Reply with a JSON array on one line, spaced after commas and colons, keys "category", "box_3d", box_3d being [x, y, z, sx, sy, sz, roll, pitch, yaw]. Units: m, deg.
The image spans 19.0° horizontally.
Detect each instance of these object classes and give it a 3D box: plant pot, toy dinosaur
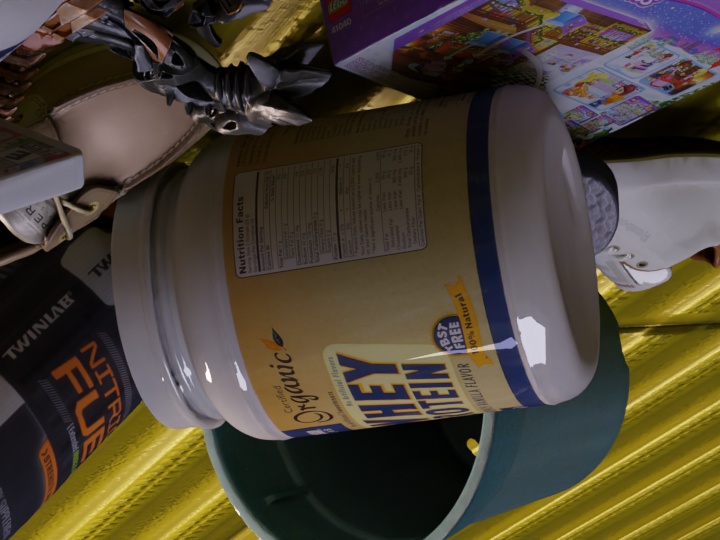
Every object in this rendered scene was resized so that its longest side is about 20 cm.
[{"category": "plant pot", "box_3d": [0.045, 0.065, 1.229, 0.200, 0.202, 0.196, -27, 164, 33]}, {"category": "toy dinosaur", "box_3d": [-0.085, -0.118, 0.813, 0.135, 0.103, 0.199, 21, 162, -32]}]

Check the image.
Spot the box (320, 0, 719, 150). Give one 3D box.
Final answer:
[{"category": "box", "box_3d": [0.094, -0.114, 0.977, 0.136, 0.039, 0.199, -24, 157, 30]}]

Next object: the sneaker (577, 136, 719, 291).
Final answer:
[{"category": "sneaker", "box_3d": [0.132, -0.027, 1.144, 0.199, 0.085, 0.073, 1, -164, -35]}]

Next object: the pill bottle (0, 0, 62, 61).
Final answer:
[{"category": "pill bottle", "box_3d": [-0.161, -0.110, 0.697, 0.119, 0.121, 0.200, 6, 152, -43]}]

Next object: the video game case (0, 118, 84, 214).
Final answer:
[{"category": "video game case", "box_3d": [-0.224, -0.031, 0.803, 0.143, 0.018, 0.199, 22, -149, 38]}]

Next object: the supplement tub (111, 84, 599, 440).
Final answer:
[{"category": "supplement tub", "box_3d": [0.000, 0.000, 0.979, 0.198, 0.146, 0.144, -9, 162, 15]}]

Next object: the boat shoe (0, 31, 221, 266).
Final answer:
[{"category": "boat shoe", "box_3d": [-0.143, -0.039, 0.948, 0.199, 0.067, 0.074, -25, 125, 29]}]

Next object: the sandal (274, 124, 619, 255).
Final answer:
[{"category": "sandal", "box_3d": [0.028, -0.038, 1.069, 0.198, 0.043, 0.076, 7, 127, -1]}]

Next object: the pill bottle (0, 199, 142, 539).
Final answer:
[{"category": "pill bottle", "box_3d": [-0.161, 0.045, 1.037, 0.200, 0.106, 0.106, -48, -177, -36]}]
